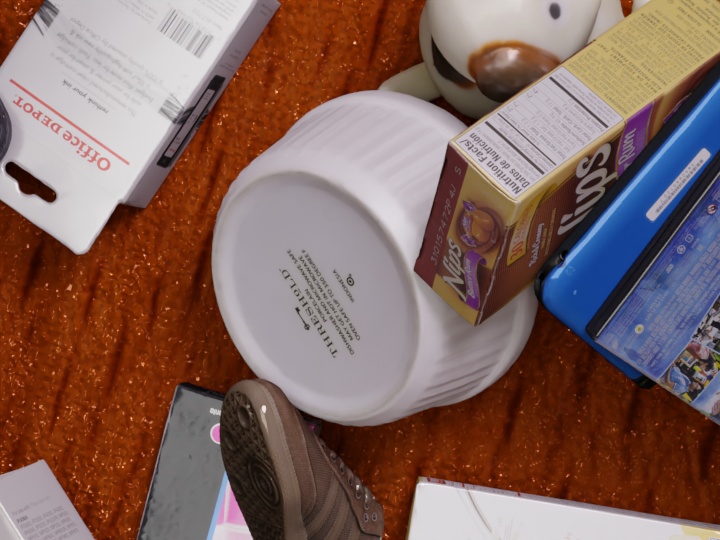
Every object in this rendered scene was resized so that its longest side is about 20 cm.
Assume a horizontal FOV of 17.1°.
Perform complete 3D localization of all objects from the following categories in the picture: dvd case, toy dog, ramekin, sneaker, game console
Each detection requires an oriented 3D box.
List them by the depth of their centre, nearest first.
[{"bbox_3d":[0.241,0.027,1.357,0.200,0.018,0.143,33,98,-26],"label":"dvd case"},{"bbox_3d":[0.187,-0.044,1.397,0.200,0.118,0.171,-49,129,4],"label":"game console"},{"bbox_3d":[0.091,-0.158,1.410,0.193,0.200,0.140,-13,87,6],"label":"toy dog"},{"bbox_3d":[0.000,0.000,1.425,0.201,0.094,0.204,16,118,33],"label":"ramekin"},{"bbox_3d":[-0.028,0.141,1.463,0.075,0.070,0.201,-30,122,-26],"label":"sneaker"}]

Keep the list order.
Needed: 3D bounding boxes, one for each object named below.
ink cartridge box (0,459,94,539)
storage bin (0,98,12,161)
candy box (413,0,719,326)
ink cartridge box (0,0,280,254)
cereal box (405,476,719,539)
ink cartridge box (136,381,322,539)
[{"bbox_3d":[-0.212,0.241,1.488,0.146,0.083,0.201,-34,85,22],"label":"ink cartridge box"},{"bbox_3d":[-0.321,-0.126,1.480,0.135,0.094,0.201,-37,65,16],"label":"storage bin"},{"bbox_3d":[0.123,-0.067,1.330,0.200,0.117,0.056,-35,67,-29],"label":"candy box"},{"bbox_3d":[-0.156,-0.120,1.507,0.116,0.068,0.201,35,93,8],"label":"ink cartridge box"},{"bbox_3d":[0.120,0.214,1.476,0.199,0.040,0.145,8,91,1],"label":"cereal box"},{"bbox_3d":[-0.095,0.180,1.515,0.094,0.037,0.201,15,93,7],"label":"ink cartridge box"}]
